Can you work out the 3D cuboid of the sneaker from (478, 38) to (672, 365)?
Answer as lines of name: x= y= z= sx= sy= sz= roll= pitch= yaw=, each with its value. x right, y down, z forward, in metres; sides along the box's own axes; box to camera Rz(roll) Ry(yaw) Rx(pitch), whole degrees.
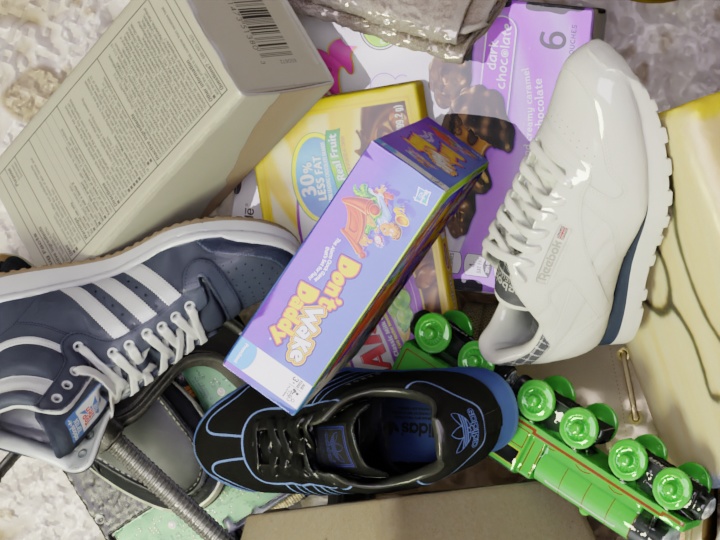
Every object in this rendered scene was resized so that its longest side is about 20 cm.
sneaker: x=0.105 y=-0.028 z=1.324 sx=0.080 sy=0.077 sz=0.201 roll=-13 pitch=133 yaw=-16

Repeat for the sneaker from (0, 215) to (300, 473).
sneaker: x=-0.123 y=0.043 z=1.415 sx=0.199 sy=0.070 sz=0.109 roll=-14 pitch=50 yaw=6

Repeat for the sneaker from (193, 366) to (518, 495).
sneaker: x=-0.017 y=0.087 z=1.395 sx=0.199 sy=0.078 sz=0.071 roll=-11 pitch=92 yaw=31

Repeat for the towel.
towel: x=-0.001 y=-0.192 z=1.463 sx=0.199 sy=0.035 sz=0.133 roll=18 pitch=54 yaw=18

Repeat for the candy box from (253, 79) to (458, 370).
candy box: x=0.000 y=0.000 z=1.459 sx=0.102 sy=0.026 sz=0.201 roll=-8 pitch=95 yaw=14

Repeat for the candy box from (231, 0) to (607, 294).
candy box: x=0.032 y=-0.078 z=1.495 sx=0.199 sy=0.072 sz=0.169 roll=7 pitch=96 yaw=10

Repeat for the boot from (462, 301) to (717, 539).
boot: x=0.127 y=0.116 z=1.489 sx=0.155 sy=0.073 sz=0.201 roll=0 pitch=92 yaw=10

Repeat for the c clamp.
c clamp: x=-0.092 y=0.114 z=1.481 sx=0.200 sy=0.027 sz=0.171 roll=38 pitch=62 yaw=-10

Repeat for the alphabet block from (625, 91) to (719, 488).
alphabet block: x=0.247 y=-0.010 z=1.371 sx=0.196 sy=0.195 sz=0.201 roll=-20 pitch=91 yaw=-17

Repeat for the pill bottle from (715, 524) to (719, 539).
pill bottle: x=0.247 y=0.159 z=1.404 sx=0.112 sy=0.200 sz=0.113 roll=1 pitch=94 yaw=11

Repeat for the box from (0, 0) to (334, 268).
box: x=-0.115 y=-0.078 z=1.444 sx=0.200 sy=0.078 sz=0.095 roll=-42 pitch=70 yaw=38

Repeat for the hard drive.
hard drive: x=-0.123 y=0.076 z=1.553 sx=0.139 sy=0.038 sz=0.200 roll=-34 pitch=86 yaw=11

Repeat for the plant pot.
plant pot: x=0.035 y=0.210 z=1.425 sx=0.199 sy=0.199 sz=0.178 roll=-13 pitch=81 yaw=52

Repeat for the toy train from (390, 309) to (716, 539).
toy train: x=0.101 y=0.088 z=1.394 sx=0.200 sy=0.042 sz=0.057 roll=33 pitch=106 yaw=23

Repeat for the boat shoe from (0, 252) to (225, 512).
boat shoe: x=-0.161 y=0.069 z=1.510 sx=0.200 sy=0.062 sz=0.075 roll=44 pitch=98 yaw=4

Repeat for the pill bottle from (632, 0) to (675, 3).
pill bottle: x=0.156 y=-0.200 z=1.398 sx=0.109 sy=0.200 sz=0.110 roll=1 pitch=94 yaw=10

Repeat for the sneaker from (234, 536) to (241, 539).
sneaker: x=-0.082 y=0.255 z=1.531 sx=0.078 sy=0.075 sz=0.201 roll=2 pitch=102 yaw=20

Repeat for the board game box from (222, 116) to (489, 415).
board game box: x=0.002 y=-0.007 z=1.342 sx=0.045 sy=0.200 sz=0.135 roll=35 pitch=101 yaw=3
